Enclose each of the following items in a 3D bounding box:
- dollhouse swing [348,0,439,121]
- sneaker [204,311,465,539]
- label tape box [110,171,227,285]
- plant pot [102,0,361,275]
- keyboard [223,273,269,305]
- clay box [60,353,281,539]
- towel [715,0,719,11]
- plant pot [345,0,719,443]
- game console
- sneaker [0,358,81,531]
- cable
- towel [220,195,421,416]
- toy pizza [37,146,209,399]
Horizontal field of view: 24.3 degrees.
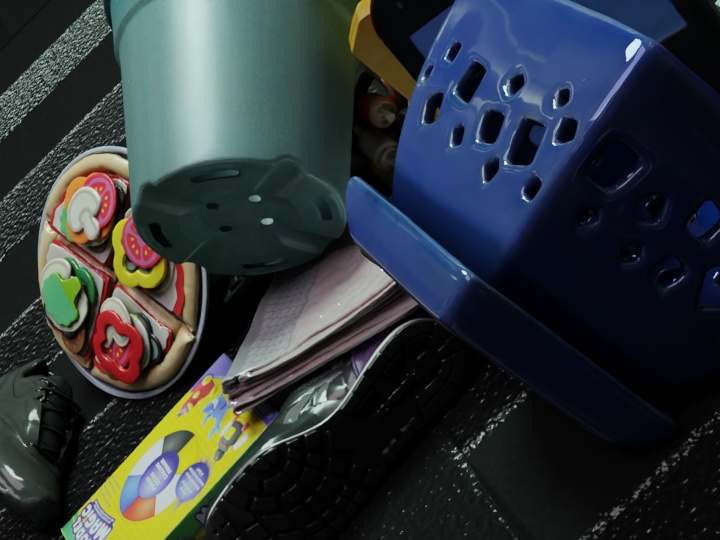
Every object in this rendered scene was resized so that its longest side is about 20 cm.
[{"bbox_3d":[0.099,-0.201,1.177,0.200,0.176,0.182,-31,34,25],"label":"dollhouse swing"},{"bbox_3d":[-0.022,0.105,1.083,0.200,0.076,0.088,-42,21,-7],"label":"sneaker"},{"bbox_3d":[-0.137,-0.050,1.368,0.200,0.063,0.144,-30,34,40],"label":"label tape box"},{"bbox_3d":[-0.086,-0.116,1.188,0.200,0.200,0.197,-24,52,32],"label":"plant pot"},{"bbox_3d":[-0.072,-0.061,1.312,0.104,0.040,0.200,-41,22,23],"label":"keyboard"},{"bbox_3d":[-0.130,0.161,1.154,0.200,0.048,0.115,-47,30,-3],"label":"clay box"},{"bbox_3d":[0.310,-0.162,1.023,0.152,0.023,0.200,-37,32,13],"label":"towel"},{"bbox_3d":[0.120,-0.029,0.939,0.180,0.200,0.200,-52,31,3],"label":"plant pot"},{"bbox_3d":[0.123,-0.150,1.065,0.177,0.200,0.031,-32,25,23],"label":"game console"},{"bbox_3d":[-0.265,0.129,1.337,0.091,0.076,0.200,-38,33,-1],"label":"sneaker"},{"bbox_3d":[-0.007,-0.121,1.294,0.050,0.097,0.200,-27,27,-20],"label":"cable"},{"bbox_3d":[0.000,0.000,1.146,0.191,0.032,0.200,-32,16,24],"label":"towel"},{"bbox_3d":[-0.195,0.003,1.312,0.200,0.032,0.201,9,103,40],"label":"toy pizza"}]
